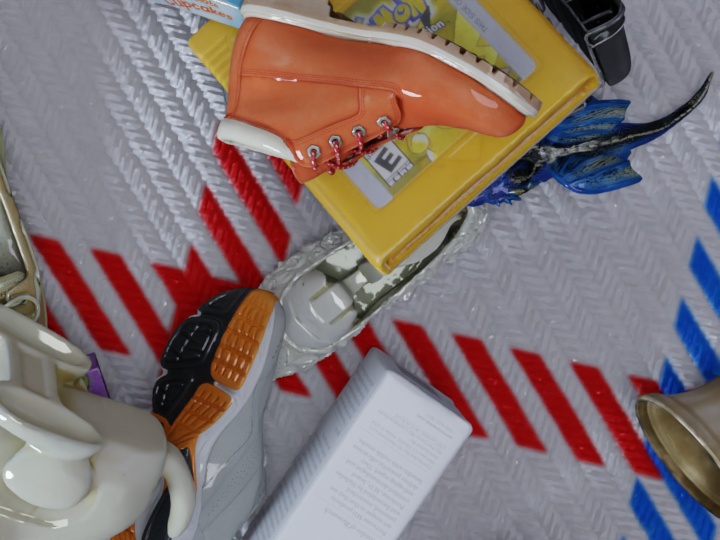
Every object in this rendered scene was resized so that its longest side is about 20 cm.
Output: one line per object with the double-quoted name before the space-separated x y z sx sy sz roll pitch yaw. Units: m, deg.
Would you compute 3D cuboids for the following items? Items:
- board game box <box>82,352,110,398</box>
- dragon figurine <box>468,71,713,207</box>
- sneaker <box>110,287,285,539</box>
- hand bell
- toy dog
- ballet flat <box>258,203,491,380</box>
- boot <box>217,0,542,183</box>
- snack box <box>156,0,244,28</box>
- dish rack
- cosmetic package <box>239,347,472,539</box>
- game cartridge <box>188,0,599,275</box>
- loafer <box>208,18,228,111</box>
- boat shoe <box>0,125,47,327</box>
"board game box" -0.249 0.139 1.594 0.199 0.032 0.121 -17 120 -4
"dragon figurine" 0.147 -0.081 1.584 0.198 0.099 0.059 -11 98 -6
"sneaker" -0.091 0.107 1.599 0.092 0.076 0.201 17 100 -50
"hand bell" 0.290 0.065 1.627 0.200 0.104 0.104 -39 98 -13
"toy dog" -0.222 0.150 1.528 0.193 0.140 0.200 26 111 -33
"ballet flat" 0.000 0.000 1.599 0.200 0.072 0.072 -38 98 1
"boot" 0.008 -0.094 1.431 0.199 0.075 0.108 17 85 26
"snack box" -0.079 -0.256 1.524 0.115 0.037 0.201 19 74 20
"dish rack" 0.067 -0.127 1.551 0.199 0.154 0.055 -26 119 0
"cosmetic package" -0.015 0.157 1.596 0.071 0.101 0.201 34 93 -8
"game cartridge" 0.017 -0.126 1.485 0.176 0.032 0.200 -41 70 1
"loafer" -0.066 -0.184 1.569 0.069 0.070 0.202 -7 97 -4
"boat shoe" -0.245 -0.014 1.575 0.073 0.063 0.202 -7 98 -4
